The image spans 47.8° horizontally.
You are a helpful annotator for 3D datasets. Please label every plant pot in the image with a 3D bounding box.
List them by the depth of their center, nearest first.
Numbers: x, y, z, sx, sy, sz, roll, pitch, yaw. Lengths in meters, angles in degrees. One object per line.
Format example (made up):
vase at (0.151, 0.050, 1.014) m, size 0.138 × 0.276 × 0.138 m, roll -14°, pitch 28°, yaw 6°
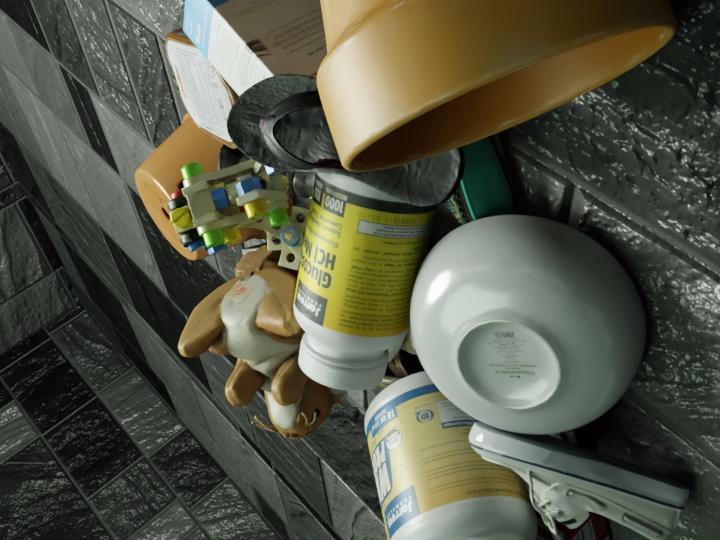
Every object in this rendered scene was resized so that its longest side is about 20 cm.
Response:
plant pot at (0.051, -0.180, 0.467) m, size 0.200 × 0.198 × 0.185 m, roll -24°, pitch 87°, yaw 66°
plant pot at (-0.203, -0.108, 1.078) m, size 0.200 × 0.140 × 0.201 m, roll 42°, pitch 155°, yaw 25°

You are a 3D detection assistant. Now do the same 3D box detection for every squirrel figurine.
squirrel figurine at (-0.083, 0.080, 0.905) m, size 0.201 × 0.140 × 0.188 m, roll -87°, pitch -27°, yaw -53°

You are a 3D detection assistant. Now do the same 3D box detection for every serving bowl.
serving bowl at (0.127, 0.058, 0.662) m, size 0.198 × 0.066 × 0.202 m, roll 12°, pitch 123°, yaw 19°

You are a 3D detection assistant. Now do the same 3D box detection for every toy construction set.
toy construction set at (-0.104, -0.057, 0.760) m, size 0.200 × 0.130 × 0.093 m, roll 52°, pitch -162°, yaw -71°

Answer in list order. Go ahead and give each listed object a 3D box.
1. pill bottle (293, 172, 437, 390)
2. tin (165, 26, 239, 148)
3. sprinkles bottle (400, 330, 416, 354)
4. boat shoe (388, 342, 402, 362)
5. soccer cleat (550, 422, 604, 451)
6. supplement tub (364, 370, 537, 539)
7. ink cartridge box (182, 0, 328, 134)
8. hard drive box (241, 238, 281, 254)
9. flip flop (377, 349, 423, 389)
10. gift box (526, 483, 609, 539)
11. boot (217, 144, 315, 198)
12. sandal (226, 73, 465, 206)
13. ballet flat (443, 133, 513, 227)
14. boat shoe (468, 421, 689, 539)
pill bottle at (0.000, 0.000, 0.738) m, size 0.112 × 0.112 × 0.203 m, roll 30°, pitch 116°, yaw 43°
tin at (-0.150, -0.190, 0.826) m, size 0.200 × 0.041 × 0.113 m, roll 34°, pitch 140°, yaw 56°
sprinkles bottle at (0.076, 0.060, 0.870) m, size 0.199 × 0.068 × 0.069 m, roll 9°, pitch 130°, yaw 58°
boat shoe at (0.007, 0.006, 0.838) m, size 0.070 × 0.071 × 0.203 m, roll 37°, pitch 129°, yaw 53°
soccer cleat at (0.155, 0.111, 0.774) m, size 0.086 × 0.070 × 0.201 m, roll -12°, pitch 115°, yaw 46°
supplement tub at (0.089, 0.215, 0.799) m, size 0.146 × 0.143 × 0.202 m, roll 84°, pitch 174°, yaw -50°
ink cartridge box at (-0.051, -0.184, 0.712) m, size 0.200 × 0.115 × 0.067 m, roll 50°, pitch 150°, yaw 12°
hard drive box at (-0.067, 0.037, 1.049) m, size 0.199 × 0.076 × 0.158 m, roll 1°, pitch 106°, yaw 62°
flip flop at (0.065, 0.119, 0.976) m, size 0.200 × 0.080 × 0.058 m, roll -162°, pitch 76°, yaw -65°
gift box at (0.151, 0.315, 0.919) m, size 0.186 × 0.199 × 0.186 m, roll 24°, pitch 138°, yaw 50°
boot at (-0.071, -0.108, 0.895) m, size 0.130 × 0.200 × 0.071 m, roll 7°, pitch 109°, yaw 5°
sandal at (-0.019, -0.103, 0.611) m, size 0.198 × 0.048 × 0.076 m, roll 17°, pitch 100°, yaw 20°
ballet flat at (0.071, -0.121, 0.643) m, size 0.074 × 0.074 × 0.202 m, roll 27°, pitch 142°, yaw 46°
boat shoe at (0.184, 0.200, 0.721) m, size 0.200 × 0.087 × 0.075 m, roll 18°, pitch -179°, yaw -5°
